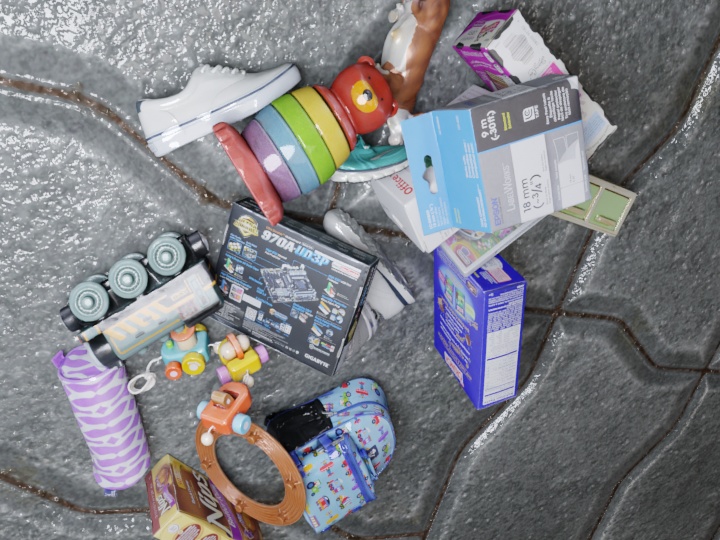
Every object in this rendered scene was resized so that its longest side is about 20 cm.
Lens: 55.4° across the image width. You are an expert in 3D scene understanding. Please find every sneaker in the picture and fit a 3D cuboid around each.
[{"bbox_3d":[-0.049,0.035,0.926,0.201,0.074,0.083,51,46,-19],"label":"sneaker"},{"bbox_3d":[0.000,0.000,0.968,0.079,0.077,0.201,-32,123,13],"label":"sneaker"},{"bbox_3d":[-0.161,-0.203,0.783,0.197,0.073,0.072,-30,109,-17],"label":"sneaker"},{"bbox_3d":[-0.031,-0.151,0.848,0.193,0.078,0.082,3,105,-4],"label":"sneaker"}]

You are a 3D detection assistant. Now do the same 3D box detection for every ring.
[{"bbox_3d":[-0.163,0.291,0.984,0.019,0.196,0.206,-43,138,-49],"label":"ring"}]

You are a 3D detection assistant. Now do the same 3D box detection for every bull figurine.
[{"bbox_3d":[0.048,-0.259,0.846,0.120,0.064,0.205,0,112,-50],"label":"bull figurine"}]

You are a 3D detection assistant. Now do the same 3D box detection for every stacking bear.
[{"bbox_3d":[-0.050,-0.157,0.769,0.198,0.114,0.123,-34,97,-5],"label":"stacking bear"}]

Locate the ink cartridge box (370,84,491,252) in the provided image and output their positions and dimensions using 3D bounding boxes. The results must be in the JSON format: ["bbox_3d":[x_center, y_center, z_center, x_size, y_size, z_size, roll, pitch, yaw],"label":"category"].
[{"bbox_3d":[0.120,-0.137,0.902,0.198,0.146,0.085,-37,124,-3],"label":"ink cartridge box"}]

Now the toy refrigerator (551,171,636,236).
[{"bbox_3d":[0.329,-0.118,1.058,0.196,0.070,0.078,14,110,-31],"label":"toy refrigerator"}]

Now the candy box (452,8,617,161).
[{"bbox_3d":[0.218,-0.236,0.876,0.199,0.137,0.061,40,98,-19],"label":"candy box"}]

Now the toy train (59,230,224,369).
[{"bbox_3d":[-0.261,0.035,0.837,0.197,0.085,0.116,-31,102,-7],"label":"toy train"}]

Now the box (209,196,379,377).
[{"bbox_3d":[-0.092,0.021,0.878,0.196,0.046,0.163,23,110,10],"label":"box"}]

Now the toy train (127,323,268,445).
[{"bbox_3d":[-0.200,0.124,0.856,0.151,0.196,0.057,-49,142,-39],"label":"toy train"}]

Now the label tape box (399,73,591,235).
[{"bbox_3d":[0.158,-0.126,0.792,0.195,0.063,0.148,-18,111,-6],"label":"label tape box"}]

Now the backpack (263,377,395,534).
[{"bbox_3d":[-0.027,0.276,1.061,0.196,0.135,0.186,-25,125,-14],"label":"backpack"}]

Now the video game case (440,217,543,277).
[{"bbox_3d":[0.182,-0.105,0.958,0.198,0.144,0.018,-36,154,-3],"label":"video game case"}]

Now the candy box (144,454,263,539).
[{"bbox_3d":[-0.228,0.373,1.026,0.056,0.117,0.200,-43,126,3],"label":"candy box"}]

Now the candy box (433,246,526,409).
[{"bbox_3d":[0.171,0.069,1.021,0.075,0.170,0.205,-11,121,-15],"label":"candy box"}]

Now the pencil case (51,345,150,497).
[{"bbox_3d":[-0.337,0.195,0.907,0.083,0.084,0.205,5,119,14],"label":"pencil case"}]
